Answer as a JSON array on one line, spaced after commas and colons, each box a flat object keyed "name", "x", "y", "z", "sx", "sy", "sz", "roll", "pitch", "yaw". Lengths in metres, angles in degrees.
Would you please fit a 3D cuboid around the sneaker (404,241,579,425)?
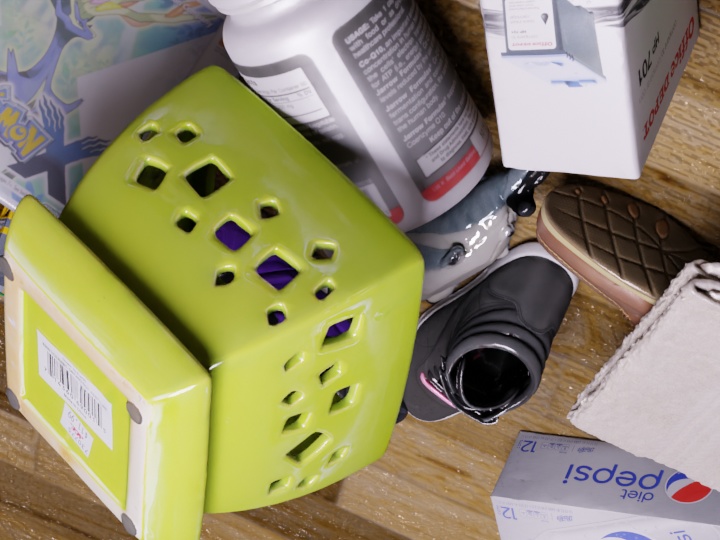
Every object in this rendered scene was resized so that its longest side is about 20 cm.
[{"name": "sneaker", "x": 0.068, "y": 0.067, "z": 1.538, "sx": 0.071, "sy": 0.099, "sz": 0.200, "roll": 34, "pitch": 138, "yaw": -7}]

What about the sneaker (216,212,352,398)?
[{"name": "sneaker", "x": -0.072, "y": 0.029, "z": 1.574, "sx": 0.200, "sy": 0.100, "sz": 0.070, "roll": 33, "pitch": 137, "yaw": 1}]

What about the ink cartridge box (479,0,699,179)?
[{"name": "ink cartridge box", "x": 0.122, "y": -0.173, "z": 1.252, "sx": 0.085, "sy": 0.147, "sz": 0.201, "roll": 5, "pitch": 132, "yaw": 22}]

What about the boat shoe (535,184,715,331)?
[{"name": "boat shoe", "x": 0.192, "y": 0.020, "z": 1.447, "sx": 0.199, "sy": 0.072, "sz": 0.068, "roll": 30, "pitch": 135, "yaw": -3}]

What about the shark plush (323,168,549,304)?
[{"name": "shark plush", "x": 0.049, "y": -0.035, "z": 1.482, "sx": 0.200, "sy": 0.091, "sz": 0.084, "roll": -34, "pitch": 78, "yaw": 49}]

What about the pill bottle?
[{"name": "pill bottle", "x": -0.012, "y": -0.128, "z": 1.391, "sx": 0.113, "sy": 0.114, "sz": 0.200, "roll": -11, "pitch": 123, "yaw": 35}]

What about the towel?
[{"name": "towel", "x": 0.221, "y": 0.068, "z": 1.417, "sx": 0.132, "sy": 0.035, "sz": 0.200, "roll": 24, "pitch": 145, "yaw": -6}]

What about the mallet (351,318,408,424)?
[{"name": "mallet", "x": 0.000, "y": 0.000, "z": 1.472, "sx": 0.041, "sy": 0.201, "sz": 0.066, "roll": 6, "pitch": 139, "yaw": -40}]

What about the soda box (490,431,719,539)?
[{"name": "soda box", "x": 0.194, "y": 0.165, "z": 1.583, "sx": 0.199, "sy": 0.068, "sz": 0.064, "roll": 5, "pitch": 132, "yaw": 24}]

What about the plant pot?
[{"name": "plant pot", "x": -0.100, "y": 0.034, "z": 1.372, "sx": 0.200, "sy": 0.181, "sz": 0.200, "roll": 44, "pitch": 147, "yaw": 26}]

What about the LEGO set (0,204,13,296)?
[{"name": "LEGO set", "x": -0.205, "y": -0.037, "z": 1.572, "sx": 0.153, "sy": 0.116, "sz": 0.200, "roll": 23, "pitch": 171, "yaw": -16}]

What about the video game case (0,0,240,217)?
[{"name": "video game case", "x": -0.192, "y": -0.129, "z": 1.459, "sx": 0.200, "sy": 0.183, "sz": 0.022, "roll": 34, "pitch": 176, "yaw": -4}]
